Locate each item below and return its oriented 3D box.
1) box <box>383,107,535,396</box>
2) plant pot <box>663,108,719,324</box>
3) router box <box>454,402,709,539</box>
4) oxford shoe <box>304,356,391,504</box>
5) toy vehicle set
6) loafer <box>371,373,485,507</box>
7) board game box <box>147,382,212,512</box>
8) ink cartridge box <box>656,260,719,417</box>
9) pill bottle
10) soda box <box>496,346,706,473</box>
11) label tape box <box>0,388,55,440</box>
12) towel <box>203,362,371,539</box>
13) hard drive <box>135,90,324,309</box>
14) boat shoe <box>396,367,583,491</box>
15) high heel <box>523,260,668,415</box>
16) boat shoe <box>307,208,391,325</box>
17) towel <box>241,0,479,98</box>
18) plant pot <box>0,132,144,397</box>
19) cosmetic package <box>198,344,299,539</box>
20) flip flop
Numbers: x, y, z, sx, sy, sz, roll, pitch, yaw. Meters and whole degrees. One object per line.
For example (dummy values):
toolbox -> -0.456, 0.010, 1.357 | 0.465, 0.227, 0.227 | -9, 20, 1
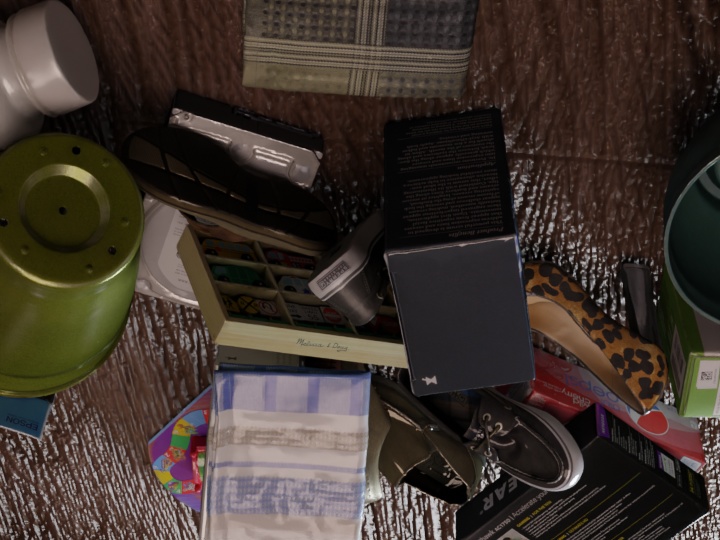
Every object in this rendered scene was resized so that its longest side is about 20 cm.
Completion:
box -> 0.081, -0.019, 1.361 | 0.106, 0.201, 0.149 | -7, 126, 6
plant pot -> 0.347, -0.066, 1.365 | 0.199, 0.135, 0.201 | 1, 126, 1
router box -> 0.210, 0.231, 1.547 | 0.149, 0.051, 0.200 | 35, 122, -21
oxford shoe -> -0.010, 0.122, 1.513 | 0.074, 0.070, 0.201 | 2, 93, -22
toy vehicle set -> -0.052, 0.023, 1.398 | 0.199, 0.125, 0.027 | 9, 127, -33
loafer -> 0.041, 0.167, 1.574 | 0.199, 0.070, 0.075 | 28, 121, -18
board game box -> -0.116, 0.190, 1.610 | 0.158, 0.039, 0.200 | 37, 117, -23
ink cartridge box -> 0.377, 0.058, 1.445 | 0.199, 0.148, 0.076 | 1, 126, 0
pill bottle -> -0.322, -0.146, 1.327 | 0.199, 0.115, 0.115 | -19, 123, 14
soda box -> 0.231, 0.148, 1.558 | 0.199, 0.070, 0.064 | 23, 125, -16
label tape box -> -0.339, 0.081, 1.436 | 0.142, 0.201, 0.066 | 17, 127, -11
towel -> -0.067, 0.182, 1.453 | 0.146, 0.024, 0.201 | 3, 106, -4
hard drive -> -0.127, -0.051, 1.441 | 0.139, 0.038, 0.201 | 17, 123, -12
boat shoe -> 0.113, 0.138, 1.487 | 0.200, 0.066, 0.070 | 40, 117, 26
high heel -> 0.175, 0.066, 1.453 | 0.199, 0.143, 0.072 | -4, 152, 1
boat shoe -> 0.000, 0.000, 1.375 | 0.069, 0.200, 0.057 | -40, 95, 16
towel -> -0.001, -0.231, 1.320 | 0.199, 0.035, 0.193 | 3, 129, -4
plant pot -> -0.262, -0.017, 1.320 | 0.199, 0.201, 0.193 | 22, 155, -15
cosmetic package -> -0.105, 0.162, 1.515 | 0.081, 0.113, 0.201 | 7, 108, -4
flip flop -> -0.115, -0.057, 1.375 | 0.199, 0.081, 0.058 | 22, 137, -21
